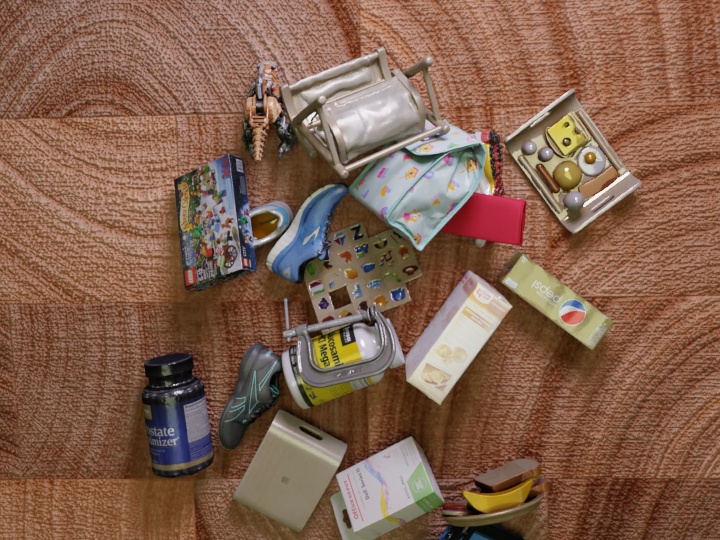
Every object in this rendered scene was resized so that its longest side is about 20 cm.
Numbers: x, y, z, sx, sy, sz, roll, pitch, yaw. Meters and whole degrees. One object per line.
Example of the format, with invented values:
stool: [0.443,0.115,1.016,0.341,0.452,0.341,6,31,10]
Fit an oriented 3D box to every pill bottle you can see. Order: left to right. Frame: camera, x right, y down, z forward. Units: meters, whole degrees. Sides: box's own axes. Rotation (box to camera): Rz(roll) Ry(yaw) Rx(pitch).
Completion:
pill bottle: [-0.329,0.255,1.402,0.111,0.112,0.202,-7,97,4]
pill bottle: [-0.029,0.158,1.374,0.199,0.112,0.113,-21,96,5]

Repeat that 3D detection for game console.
game console: [0.184,0.549,1.407,0.118,0.170,0.201,35,106,25]

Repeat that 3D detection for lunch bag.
lunch bag: [0.099,-0.159,1.291,0.122,0.170,0.200,37,95,-32]

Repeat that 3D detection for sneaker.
sneaker: [-0.215,-0.062,1.371,0.199,0.081,0.077,-28,97,7]
sneaker: [-0.194,0.235,1.405,0.079,0.075,0.201,22,98,12]
sneaker: [-0.075,-0.063,1.360,0.089,0.078,0.201,37,104,10]
sneaker: [0.203,-0.138,1.353,0.082,0.078,0.202,1,103,29]

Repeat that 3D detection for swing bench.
swing bench: [0.003,-0.260,1.259,0.198,0.200,0.131,-24,116,-14]

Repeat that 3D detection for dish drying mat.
dish drying mat: [0.186,-0.094,1.321,0.199,0.018,0.077,14,112,38]

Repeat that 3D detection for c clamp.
c clamp: [-0.039,0.109,1.320,0.198,0.027,0.172,-9,63,12]

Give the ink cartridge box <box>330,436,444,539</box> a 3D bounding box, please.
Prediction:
ink cartridge box: [0.033,0.397,1.397,0.199,0.067,0.118,-29,51,6]

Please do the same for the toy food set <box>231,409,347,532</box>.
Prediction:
toy food set: [-0.132,0.371,1.441,0.143,0.060,0.201,28,106,-2]

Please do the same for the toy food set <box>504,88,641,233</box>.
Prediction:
toy food set: [0.358,-0.184,1.329,0.143,0.060,0.201,-37,95,7]

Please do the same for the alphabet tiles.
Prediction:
alphabet tiles: [0.000,0.000,1.373,0.199,0.008,0.168,-21,72,5]

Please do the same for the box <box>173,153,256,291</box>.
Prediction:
box: [-0.248,-0.079,1.330,0.136,0.038,0.202,-18,74,31]

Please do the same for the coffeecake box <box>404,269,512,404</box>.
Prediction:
coffeecake box: [0.161,0.108,1.337,0.073,0.154,0.201,35,98,-3]

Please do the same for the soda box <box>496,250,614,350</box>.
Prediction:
soda box: [0.337,0.051,1.364,0.199,0.068,0.064,37,97,-2]

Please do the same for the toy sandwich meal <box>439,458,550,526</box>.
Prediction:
toy sandwich meal: [0.229,0.384,1.361,0.203,0.205,0.071,-13,83,4]

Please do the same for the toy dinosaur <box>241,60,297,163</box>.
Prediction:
toy dinosaur: [-0.166,-0.258,1.311,0.101,0.136,0.201,17,56,15]
